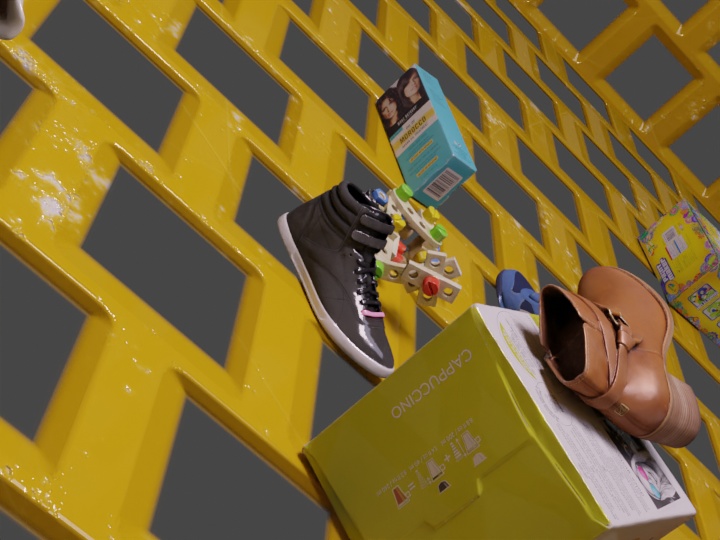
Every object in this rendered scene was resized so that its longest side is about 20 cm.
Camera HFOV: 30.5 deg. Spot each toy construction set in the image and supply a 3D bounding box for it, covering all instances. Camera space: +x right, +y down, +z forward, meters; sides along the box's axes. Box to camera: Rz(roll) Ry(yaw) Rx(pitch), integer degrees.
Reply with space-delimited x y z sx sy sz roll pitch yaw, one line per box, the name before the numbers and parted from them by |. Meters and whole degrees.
toy construction set | 0.043 -0.023 1.419 0.131 0.092 0.200 42 12 -17

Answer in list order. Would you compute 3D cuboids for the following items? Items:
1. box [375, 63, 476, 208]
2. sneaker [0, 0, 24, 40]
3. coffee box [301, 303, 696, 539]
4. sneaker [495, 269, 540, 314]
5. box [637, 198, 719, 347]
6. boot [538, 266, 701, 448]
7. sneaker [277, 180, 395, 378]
box | 0.084 -0.179 1.747 0.049 0.082 0.202 30 29 -38
sneaker | -0.341 -0.244 1.039 0.199 0.078 0.080 18 31 -55
coffee box | 0.112 0.170 1.073 0.197 0.199 0.202 11 43 -58
sneaker | 0.235 0.068 1.636 0.073 0.082 0.201 21 33 -47
box | 0.646 0.009 2.469 0.192 0.122 0.201 36 25 -30
boot | 0.193 0.044 1.075 0.154 0.074 0.201 28 26 -36
sneaker | 0.000 0.000 1.271 0.070 0.099 0.202 14 42 -58
